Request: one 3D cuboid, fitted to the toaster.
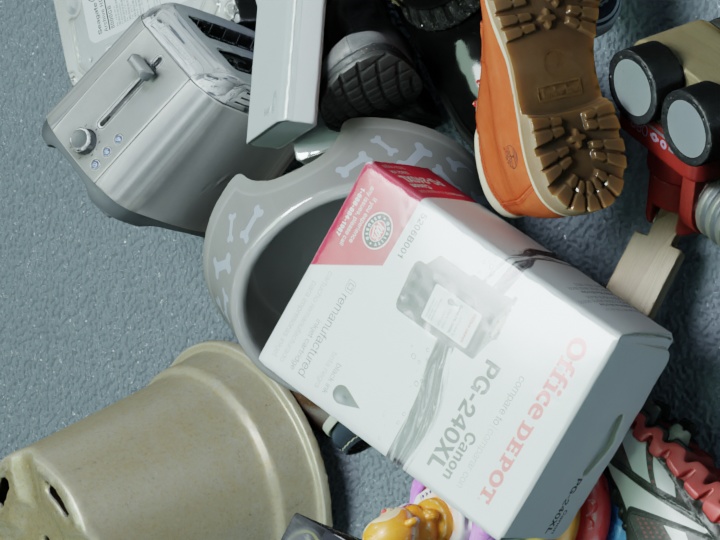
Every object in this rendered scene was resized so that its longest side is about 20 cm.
[{"bbox_3d":[-0.114,-0.100,1.867,0.129,0.200,0.114,-49,60,17],"label":"toaster"}]

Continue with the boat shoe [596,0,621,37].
[{"bbox_3d":[0.110,-0.242,1.628,0.201,0.071,0.091,65,156,10],"label":"boat shoe"}]

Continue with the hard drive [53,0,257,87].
[{"bbox_3d":[-0.155,-0.220,1.987,0.200,0.038,0.140,-18,81,46],"label":"hard drive"}]

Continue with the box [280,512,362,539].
[{"bbox_3d":[0.059,0.224,1.698,0.161,0.200,0.049,28,90,40],"label":"box"}]

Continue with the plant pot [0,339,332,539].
[{"bbox_3d":[-0.153,0.168,1.895,0.200,0.183,0.201,23,120,46],"label":"plant pot"}]

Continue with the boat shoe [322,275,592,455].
[{"bbox_3d":[0.072,0.073,1.716,0.199,0.075,0.062,-27,81,3],"label":"boat shoe"}]

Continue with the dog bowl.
[{"bbox_3d":[0.000,0.000,1.733,0.201,0.199,0.059,-61,26,30],"label":"dog bowl"}]

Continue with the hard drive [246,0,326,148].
[{"bbox_3d":[-0.043,-0.185,1.707,0.132,0.026,0.201,161,115,-78],"label":"hard drive"}]

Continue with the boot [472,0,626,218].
[{"bbox_3d":[0.095,-0.127,1.606,0.107,0.075,0.201,164,99,-67],"label":"boot"}]

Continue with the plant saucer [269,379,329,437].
[{"bbox_3d":[-0.023,0.021,1.877,0.200,0.037,0.201,4,96,45],"label":"plant saucer"}]

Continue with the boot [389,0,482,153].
[{"bbox_3d":[0.061,-0.165,1.678,0.079,0.158,0.211,-34,62,-4],"label":"boot"}]

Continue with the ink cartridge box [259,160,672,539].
[{"bbox_3d":[0.062,0.048,1.603,0.200,0.083,0.146,35,103,26],"label":"ink cartridge box"}]

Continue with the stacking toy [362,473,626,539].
[{"bbox_3d":[0.071,0.152,1.676,0.116,0.199,0.110,-32,72,41],"label":"stacking toy"}]

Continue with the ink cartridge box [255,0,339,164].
[{"bbox_3d":[-0.037,-0.162,1.823,0.039,0.099,0.201,-19,77,14],"label":"ink cartridge box"}]

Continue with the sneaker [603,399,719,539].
[{"bbox_3d":[0.185,0.145,1.640,0.098,0.071,0.200,-51,57,10],"label":"sneaker"}]

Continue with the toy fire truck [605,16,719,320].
[{"bbox_3d":[0.211,-0.024,1.593,0.176,0.128,0.201,43,142,40],"label":"toy fire truck"}]

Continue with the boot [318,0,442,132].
[{"bbox_3d":[-0.008,-0.158,1.744,0.070,0.200,0.132,-21,79,3],"label":"boot"}]
